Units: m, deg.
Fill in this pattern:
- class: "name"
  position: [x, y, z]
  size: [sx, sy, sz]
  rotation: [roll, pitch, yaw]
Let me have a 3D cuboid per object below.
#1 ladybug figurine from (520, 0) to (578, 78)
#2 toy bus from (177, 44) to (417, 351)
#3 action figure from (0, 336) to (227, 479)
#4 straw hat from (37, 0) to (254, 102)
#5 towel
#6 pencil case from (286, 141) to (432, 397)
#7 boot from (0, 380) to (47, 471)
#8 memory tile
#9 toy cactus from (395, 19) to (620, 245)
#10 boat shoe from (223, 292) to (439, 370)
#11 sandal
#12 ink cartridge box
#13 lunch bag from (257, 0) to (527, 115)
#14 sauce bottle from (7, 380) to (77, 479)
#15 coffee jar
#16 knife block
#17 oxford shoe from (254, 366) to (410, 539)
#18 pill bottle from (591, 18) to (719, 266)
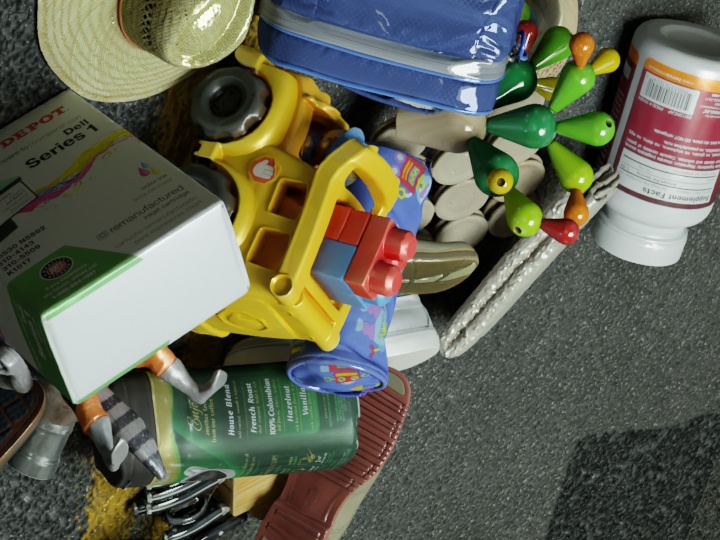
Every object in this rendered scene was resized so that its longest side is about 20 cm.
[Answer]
- class: "ladybug figurine"
  position: [0.099, -0.209, 1.606]
  size: [0.136, 0.072, 0.200]
  rotation: [-49, 139, -3]
- class: "toy bus"
  position: [-0.038, -0.045, 1.471]
  size: [0.136, 0.191, 0.201]
  rotation: [50, 56, -57]
- class: "action figure"
  position: [-0.222, 0.077, 1.416]
  size: [0.200, 0.193, 0.105]
  rotation: [-44, 153, -33]
- class: "straw hat"
  position: [-0.117, -0.188, 1.404]
  size: [0.200, 0.085, 0.202]
  rotation: [-24, 132, -30]
- class: "towel"
  position: [0.143, -0.010, 1.748]
  size: [0.200, 0.034, 0.132]
  rotation: [-49, 174, 18]
- class: "pencil case"
  position: [0.000, 0.000, 1.554]
  size: [0.087, 0.078, 0.201]
  rotation: [45, 51, -50]
- class: "boot"
  position: [-0.298, 0.161, 1.504]
  size: [0.200, 0.075, 0.097]
  rotation: [-40, 150, -3]
- class: "memory tile"
  position: [0.080, -0.077, 1.669]
  size: [0.153, 0.017, 0.200]
  rotation: [-19, 146, -10]
- class: "toy cactus"
  position: [0.108, -0.111, 1.533]
  size: [0.102, 0.164, 0.201]
  rotation: [69, 27, -62]
- class: "boat shoe"
  position: [-0.027, 0.052, 1.676]
  size: [0.199, 0.069, 0.072]
  rotation: [-9, 159, -26]
- class: "sandal"
  position: [0.003, -0.017, 1.656]
  size: [0.199, 0.054, 0.080]
  rotation: [0, 154, -28]
- class: "ink cartridge box"
  position: [-0.193, -0.021, 1.364]
  size: [0.145, 0.200, 0.084]
  rotation: [-34, 133, -21]
- class: "lunch bag"
  position: [0.028, -0.187, 1.459]
  size: [0.199, 0.136, 0.133]
  rotation: [15, 112, -6]
- class: "sauce bottle"
  position: [-0.209, 0.060, 1.511]
  size: [0.065, 0.065, 0.201]
  rotation: [13, 109, -47]
- class: "coffee jar"
  position: [-0.107, 0.118, 1.579]
  size: [0.199, 0.086, 0.104]
  rotation: [-4, 166, -17]
- class: "knife block"
  position: [-0.096, 0.139, 1.676]
  size: [0.200, 0.064, 0.175]
  rotation: [-54, 141, 2]
- class: "oxford shoe"
  position: [-0.022, 0.167, 1.683]
  size: [0.200, 0.070, 0.075]
  rotation: [-56, 167, 1]
- class: "pill bottle"
  position: [0.271, -0.112, 1.810]
  size: [0.113, 0.113, 0.201]
  rotation: [-9, 124, -40]
